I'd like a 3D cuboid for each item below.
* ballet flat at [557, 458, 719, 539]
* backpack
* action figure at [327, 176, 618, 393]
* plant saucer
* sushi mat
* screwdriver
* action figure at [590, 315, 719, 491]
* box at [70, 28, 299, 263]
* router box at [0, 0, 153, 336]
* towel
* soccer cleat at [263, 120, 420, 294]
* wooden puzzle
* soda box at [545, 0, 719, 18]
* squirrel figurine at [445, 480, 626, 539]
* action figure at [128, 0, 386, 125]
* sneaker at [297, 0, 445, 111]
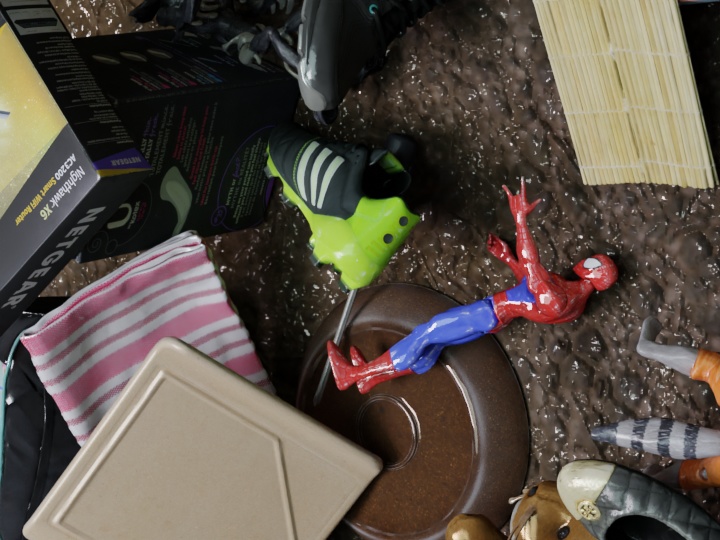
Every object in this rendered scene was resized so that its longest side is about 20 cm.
[{"bbox_3d":[0.199,0.185,1.235,0.200,0.057,0.067,38,144,10],"label":"ballet flat"},{"bbox_3d":[-0.214,0.118,1.523,0.153,0.175,0.202,18,107,56],"label":"backpack"},{"bbox_3d":[0.071,0.007,1.351,0.199,0.065,0.100,-17,79,20],"label":"action figure"},{"bbox_3d":[0.026,0.111,1.436,0.199,0.034,0.202,8,103,36],"label":"plant saucer"},{"bbox_3d":[0.157,-0.133,1.245,0.095,0.012,0.201,6,131,33],"label":"sushi mat"},{"bbox_3d":[0.000,0.000,1.421,0.028,0.029,0.201,18,103,-1],"label":"screwdriver"},{"bbox_3d":[0.243,0.136,1.240,0.193,0.104,0.201,18,108,42],"label":"action figure"},{"bbox_3d":[-0.152,-0.092,1.424,0.106,0.200,0.123,28,114,29],"label":"box"},{"bbox_3d":[-0.243,-0.068,1.337,0.200,0.052,0.158,-44,72,34],"label":"router box"},{"bbox_3d":[-0.138,0.082,1.438,0.030,0.146,0.201,43,161,53],"label":"towel"},{"bbox_3d":[-0.010,-0.058,1.379,0.081,0.067,0.200,-43,32,8],"label":"soccer cleat"},{"bbox_3d":[-0.111,0.157,1.431,0.184,0.037,0.200,32,112,-17],"label":"wooden puzzle"},{"bbox_3d":[0.206,-0.196,1.226,0.199,0.063,0.069,-3,97,36],"label":"soda box"},{"bbox_3d":[0.131,0.237,1.340,0.200,0.141,0.187,45,112,4],"label":"squirrel figurine"},{"bbox_3d":[-0.077,-0.190,1.409,0.199,0.119,0.102,34,127,16],"label":"action figure"},{"bbox_3d":[0.017,-0.188,1.314,0.079,0.076,0.201,16,67,12],"label":"sneaker"}]
